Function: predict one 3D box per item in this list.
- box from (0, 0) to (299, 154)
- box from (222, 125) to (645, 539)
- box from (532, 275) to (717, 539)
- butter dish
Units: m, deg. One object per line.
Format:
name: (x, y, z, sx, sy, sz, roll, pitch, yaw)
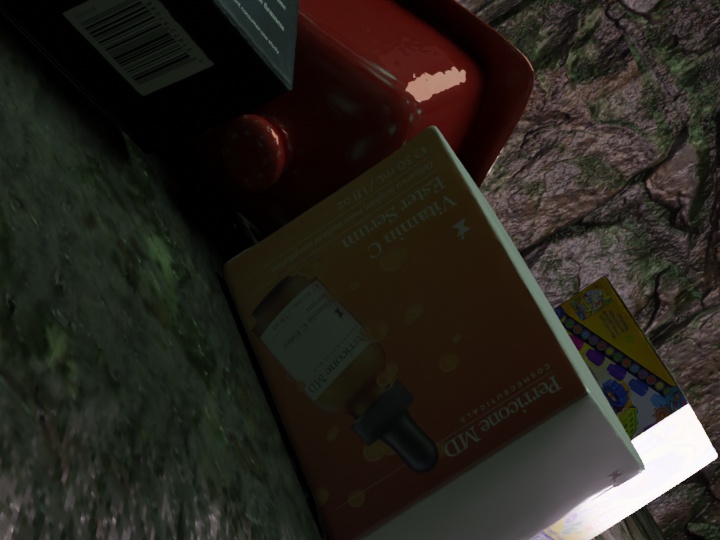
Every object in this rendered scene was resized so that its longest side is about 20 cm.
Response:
box: (-0.110, -0.195, 0.752, 0.148, 0.103, 0.202, 47, 34, -41)
box: (0.036, 0.052, 0.757, 0.106, 0.151, 0.201, 48, 11, -51)
box: (0.168, 0.132, 1.118, 0.123, 0.192, 0.200, 60, 9, 26)
butter dish: (-0.031, -0.088, 0.838, 0.199, 0.201, 0.148, 38, 33, 13)
